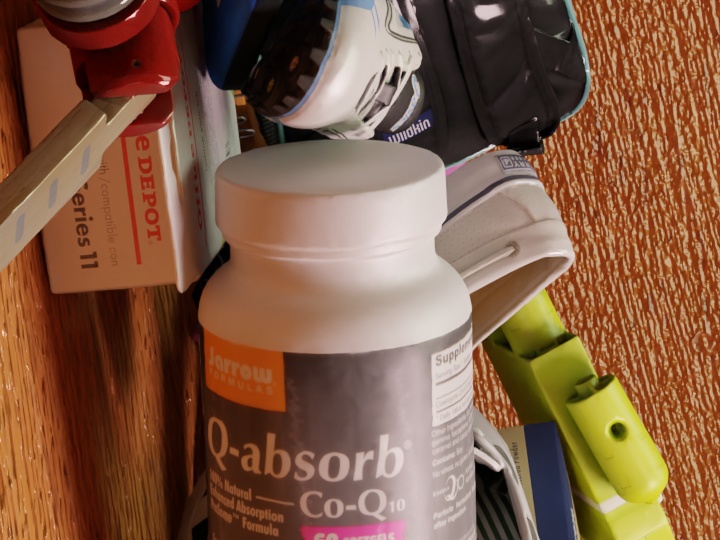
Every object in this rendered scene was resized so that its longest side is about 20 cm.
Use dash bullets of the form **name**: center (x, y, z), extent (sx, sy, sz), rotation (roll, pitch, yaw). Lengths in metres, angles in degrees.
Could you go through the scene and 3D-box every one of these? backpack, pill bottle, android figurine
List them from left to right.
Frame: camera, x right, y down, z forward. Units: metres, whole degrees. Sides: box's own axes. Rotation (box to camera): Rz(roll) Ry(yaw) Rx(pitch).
- **pill bottle**: center (-0.010, 0.053, 1.011), extent (0.116, 0.116, 0.200), rotation (-75, 163, -73)
- **backpack**: center (0.009, -0.148, 1.194), extent (0.200, 0.176, 0.153), rotation (71, -5, -51)
- **android figurine**: center (0.120, 0.089, 1.335), extent (0.200, 0.041, 0.182), rotation (62, -7, -8)

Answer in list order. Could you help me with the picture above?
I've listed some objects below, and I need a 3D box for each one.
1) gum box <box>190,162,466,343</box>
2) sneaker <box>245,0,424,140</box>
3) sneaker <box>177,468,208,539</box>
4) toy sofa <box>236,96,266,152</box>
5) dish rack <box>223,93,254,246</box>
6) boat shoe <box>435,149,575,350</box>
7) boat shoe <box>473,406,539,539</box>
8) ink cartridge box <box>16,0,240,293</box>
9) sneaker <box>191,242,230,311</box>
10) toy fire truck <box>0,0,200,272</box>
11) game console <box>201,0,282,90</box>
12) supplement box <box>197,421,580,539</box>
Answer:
- **gum box**: center (0.002, -0.003, 1.374), extent (0.114, 0.066, 0.200), rotation (45, 48, -17)
- **sneaker**: center (-0.004, -0.087, 1.024), extent (0.072, 0.072, 0.200), rotation (-60, -178, 7)
- **sneaker**: center (-0.028, 0.099, 1.199), extent (0.112, 0.073, 0.200), rotation (-27, -134, 56)
- **toy sofa**: center (-0.050, -0.149, 1.441), extent (0.083, 0.097, 0.200), rotation (-88, 168, -50)
- **dish rack**: center (-0.088, -0.116, 1.267), extent (0.153, 0.054, 0.200), rotation (59, 25, -77)
- **boat shoe**: center (0.018, 0.035, 1.089), extent (0.071, 0.200, 0.070), rotation (14, 39, -56)
- **boat shoe**: center (0.051, 0.106, 1.205), extent (0.067, 0.073, 0.200), rotation (82, -18, -44)
- **ink cartridge box**: center (-0.099, -0.059, 1.053), extent (0.200, 0.067, 0.117), rotation (-68, 152, -78)
- **sneaker**: center (0.000, 0.000, 1.169), extent (0.200, 0.078, 0.070), rotation (7, 52, -54)
- **toy fire truck**: center (-0.113, -0.105, 0.857), extent (0.176, 0.128, 0.200), rotation (71, 4, -61)
- **game console**: center (-0.003, -0.180, 0.991), extent (0.200, 0.118, 0.171), rotation (129, -42, -76)
- **supplement box**: center (0.028, 0.199, 1.326), extent (0.200, 0.200, 0.134), rotation (72, 10, -57)
